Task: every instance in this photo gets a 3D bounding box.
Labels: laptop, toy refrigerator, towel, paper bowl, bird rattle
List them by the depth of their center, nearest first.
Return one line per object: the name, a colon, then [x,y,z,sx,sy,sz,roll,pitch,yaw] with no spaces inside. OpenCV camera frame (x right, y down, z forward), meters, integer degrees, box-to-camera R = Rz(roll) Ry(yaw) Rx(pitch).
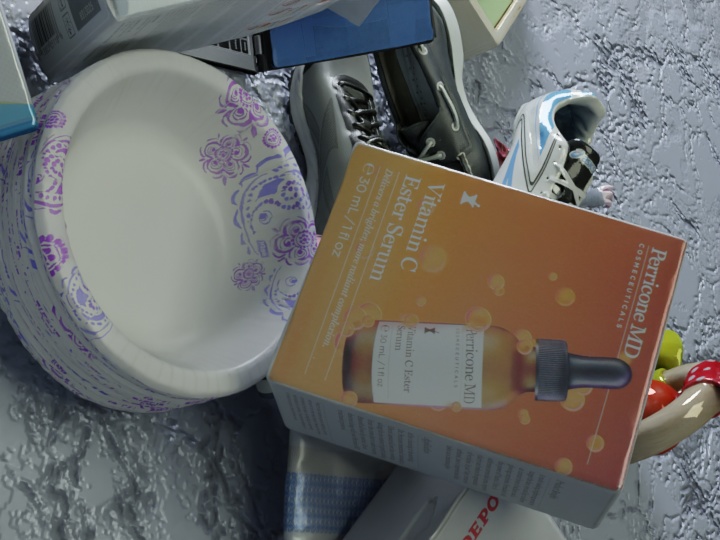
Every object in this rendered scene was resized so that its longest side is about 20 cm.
paper bowl: [-0.128,-0.018,0.778,0.200,0.104,0.202,18,64,-44]
towel: [0.009,0.176,0.866,0.146,0.024,0.202,12,76,-42]
laptop: [-0.066,-0.244,0.916,0.199,0.115,0.189,6,72,-47]
bird rattle: [0.263,0.114,1.114,0.163,0.200,0.113,-36,105,-23]
toy refrigerator: [0.112,-0.266,1.155,0.076,0.070,0.200,53,45,-21]

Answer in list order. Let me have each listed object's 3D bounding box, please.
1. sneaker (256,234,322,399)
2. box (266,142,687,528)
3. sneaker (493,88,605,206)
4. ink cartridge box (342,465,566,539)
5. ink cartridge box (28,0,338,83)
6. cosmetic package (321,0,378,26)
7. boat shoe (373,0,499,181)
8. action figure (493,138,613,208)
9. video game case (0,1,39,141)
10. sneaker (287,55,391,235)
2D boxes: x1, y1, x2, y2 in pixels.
sneaker: [0.000,0.000,0.869,0.199,0.070,0.082,-34,104,-4]
box: [0.067,0.038,0.772,0.106,0.199,0.153,83,25,-69]
sneaker: [0.139,-0.058,1.005,0.072,0.072,0.201,39,52,-31]
ink cartridge box: [0.074,0.228,0.846,0.148,0.085,0.200,-49,114,-33]
ink cartridge box: [-0.082,-0.170,0.791,0.199,0.162,0.050,-22,96,-26]
cosmetic package: [-0.022,-0.290,0.910,0.150,0.052,0.201,27,70,-13]
boat shoe: [0.053,-0.115,1.041,0.060,0.075,0.201,-17,88,-40]
action figure: [0.153,-0.020,1.121,0.200,0.149,0.134,53,9,3]
video game case: [-0.261,-0.148,0.676,0.142,0.018,0.201,-18,90,-10]
sneaker: [-0.004,-0.087,0.959,0.074,0.079,0.202,17,64,-42]
